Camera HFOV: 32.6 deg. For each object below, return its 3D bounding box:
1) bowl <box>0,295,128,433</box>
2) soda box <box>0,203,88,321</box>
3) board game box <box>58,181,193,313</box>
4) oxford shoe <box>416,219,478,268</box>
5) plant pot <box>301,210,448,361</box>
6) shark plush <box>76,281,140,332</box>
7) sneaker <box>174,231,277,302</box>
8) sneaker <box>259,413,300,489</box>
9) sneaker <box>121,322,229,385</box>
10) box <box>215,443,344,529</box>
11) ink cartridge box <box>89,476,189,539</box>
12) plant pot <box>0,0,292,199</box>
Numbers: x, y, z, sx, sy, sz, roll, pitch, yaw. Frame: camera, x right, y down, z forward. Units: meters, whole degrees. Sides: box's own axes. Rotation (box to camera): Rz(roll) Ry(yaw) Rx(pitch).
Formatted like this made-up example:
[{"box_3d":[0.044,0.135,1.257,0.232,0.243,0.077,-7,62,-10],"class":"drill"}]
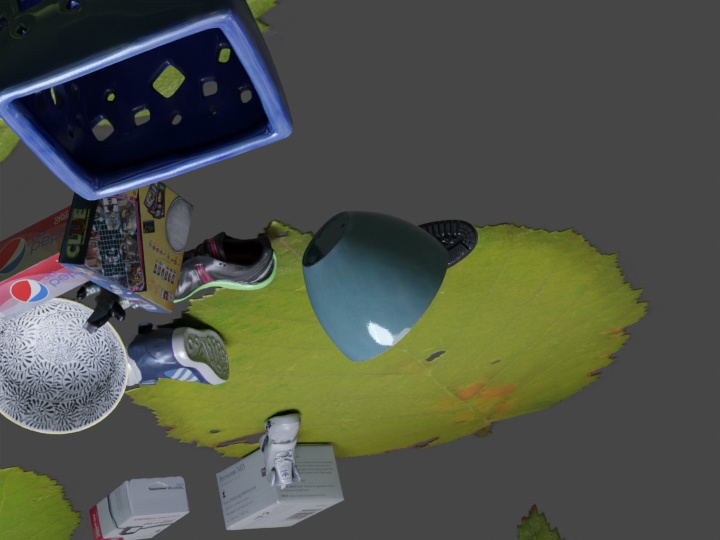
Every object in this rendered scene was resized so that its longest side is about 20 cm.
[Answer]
[{"box_3d":[-0.410,0.110,1.671,0.198,0.094,0.204,-2,113,-4],"class":"bowl"},{"box_3d":[-0.367,-0.015,1.458,0.198,0.071,0.063,-25,139,21],"class":"soda box"},{"box_3d":[-0.259,-0.043,1.388,0.034,0.137,0.200,5,165,21],"class":"board game box"},{"box_3d":[0.087,-0.022,1.778,0.198,0.074,0.084,-23,173,26],"class":"oxford shoe"},{"box_3d":[0.000,0.000,1.634,0.134,0.201,0.199,40,131,-21],"class":"plant pot"},{"box_3d":[-0.300,0.026,1.477,0.082,0.201,0.092,-7,130,4],"class":"shark plush"},{"box_3d":[-0.205,-0.014,1.604,0.197,0.077,0.084,-10,141,-20],"class":"sneaker"},{"box_3d":[-0.152,0.364,2.472,0.074,0.116,0.200,-8,157,-18],"class":"sneaker"},{"box_3d":[-0.299,0.138,1.893,0.144,0.082,0.200,-11,163,14],"class":"sneaker"},{"box_3d":[-0.177,0.474,2.700,0.198,0.132,0.198,7,149,-43],"class":"box"},{"box_3d":[-0.482,0.522,2.679,0.144,0.084,0.200,2,153,-37],"class":"ink cartridge box"},{"box_3d":[-0.182,-0.197,0.984,0.197,0.182,0.200,-17,159,5],"class":"plant pot"}]
